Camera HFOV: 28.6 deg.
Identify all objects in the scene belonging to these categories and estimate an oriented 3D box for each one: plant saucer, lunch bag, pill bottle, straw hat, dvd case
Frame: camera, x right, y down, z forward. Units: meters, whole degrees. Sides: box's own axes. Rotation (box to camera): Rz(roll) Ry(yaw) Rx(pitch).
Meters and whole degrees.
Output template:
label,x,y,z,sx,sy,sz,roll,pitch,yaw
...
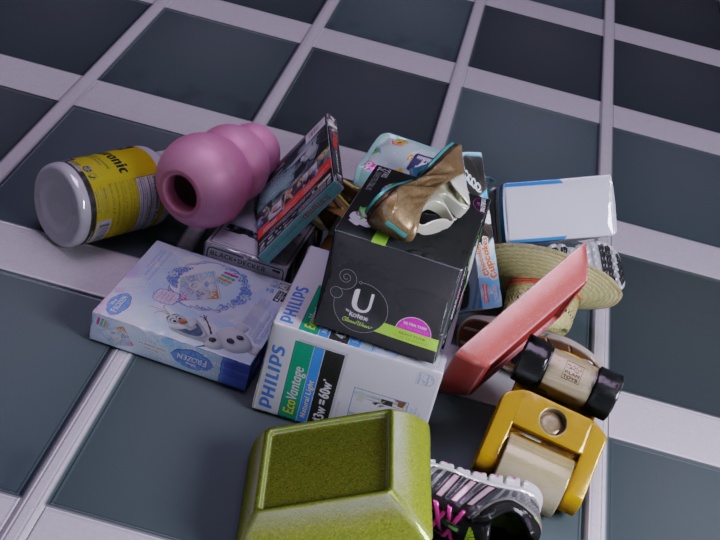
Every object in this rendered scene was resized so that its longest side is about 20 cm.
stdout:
label,x,y,z,sx,sy,sz,roll,pitch,yaw
plant saucer,0.182,0.069,1.647,0.200,0.200,0.037,-40,80,-14
lunch bag,0.089,-0.115,1.993,0.170,0.122,0.200,20,4,13
plant saucer,-0.030,0.209,1.431,0.199,0.048,0.200,-9,29,7
pill bottle,-0.318,-0.103,1.860,0.111,0.112,0.200,35,35,32
straw hat,0.237,0.045,1.858,0.201,0.201,0.085,16,70,4
dvd case,-0.080,-0.109,1.827,0.022,0.146,0.200,37,21,-24

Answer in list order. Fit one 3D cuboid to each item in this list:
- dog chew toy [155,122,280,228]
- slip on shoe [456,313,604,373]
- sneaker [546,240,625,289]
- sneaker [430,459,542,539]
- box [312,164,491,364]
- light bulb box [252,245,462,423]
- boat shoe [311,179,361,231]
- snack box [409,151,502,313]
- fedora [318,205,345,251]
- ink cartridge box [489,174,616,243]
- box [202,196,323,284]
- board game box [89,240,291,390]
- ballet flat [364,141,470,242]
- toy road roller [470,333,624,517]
label,x,y,z,sx,sy,sz,roll,pitch,yaw
dog chew toy,-0.177,-0.135,1.850,0.124,0.125,0.200,26,35,20
slip on shoe,0.219,0.107,1.778,0.200,0.076,0.061,18,13,15
sneaker,0.296,0.000,1.989,0.200,0.075,0.081,5,-17,-42
sneaker,0.101,0.253,1.462,0.199,0.074,0.088,9,28,-12
box,0.049,-0.012,1.593,0.148,0.125,0.200,17,27,6
light bulb box,0.000,0.090,1.648,0.199,0.125,0.198,16,29,3
boat shoe,-0.003,-0.073,1.912,0.200,0.068,0.072,27,37,-39
snack box,0.122,-0.044,1.829,0.037,0.201,0.116,-5,-4,-34
fedora,0.000,0.000,1.795,0.200,0.082,0.201,37,-9,7
ink cartridge box,0.256,-0.079,1.926,0.146,0.086,0.200,-5,1,-1
box,-0.126,-0.038,1.880,0.116,0.060,0.200,17,29,6
board game box,-0.196,0.050,1.715,0.199,0.043,0.200,19,30,7
ballet flat,0.078,-0.079,1.539,0.072,0.068,0.200,43,34,6
toy road roller,0.207,0.184,1.606,0.123,0.146,0.200,24,67,4
